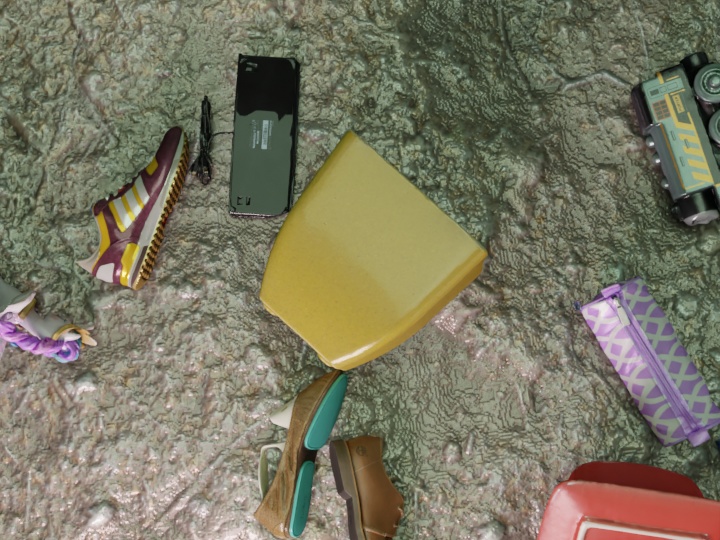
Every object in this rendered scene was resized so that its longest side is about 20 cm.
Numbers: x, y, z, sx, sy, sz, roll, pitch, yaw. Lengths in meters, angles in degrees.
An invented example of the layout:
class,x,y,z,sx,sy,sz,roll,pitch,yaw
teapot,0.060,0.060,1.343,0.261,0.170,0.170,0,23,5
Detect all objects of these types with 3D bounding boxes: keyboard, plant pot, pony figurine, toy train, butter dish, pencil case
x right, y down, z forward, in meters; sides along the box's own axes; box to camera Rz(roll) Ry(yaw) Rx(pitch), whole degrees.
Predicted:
class,x,y,z,sx,sy,sz,roll,pitch,yaw
keyboard,-0.139,-0.163,1.316,0.127,0.021,0.201,4,80,-4
plant pot,0.000,0.000,1.205,0.194,0.196,0.200,42,89,7
pony figurine,-0.413,0.052,1.218,0.200,0.193,0.167,36,117,6
toy train,0.392,-0.151,1.272,0.114,0.085,0.201,-18,83,11
butter dish,0.285,0.274,1.180,0.199,0.148,0.200,8,122,1
pencil case,0.327,0.100,1.229,0.084,0.086,0.200,-31,82,-1

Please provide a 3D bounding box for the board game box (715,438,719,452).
class,x,y,z,sx,sy,sz,roll,pitch,yaw
board game box,0.452,0.266,1.142,0.043,0.199,0.201,-20,81,1

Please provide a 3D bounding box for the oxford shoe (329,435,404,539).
class,x,y,z,sx,sy,sz,roll,pitch,yaw
oxford shoe,0.020,0.283,1.220,0.071,0.071,0.201,-10,84,-14

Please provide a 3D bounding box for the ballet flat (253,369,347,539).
class,x,y,z,sx,sy,sz,roll,pitch,yaw
ballet flat,-0.076,0.201,1.243,0.072,0.068,0.201,14,86,23

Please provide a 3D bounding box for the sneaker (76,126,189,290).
class,x,y,z,sx,sy,sz,roll,pitch,yaw
sneaker,-0.265,-0.083,1.279,0.090,0.075,0.201,18,81,-1
